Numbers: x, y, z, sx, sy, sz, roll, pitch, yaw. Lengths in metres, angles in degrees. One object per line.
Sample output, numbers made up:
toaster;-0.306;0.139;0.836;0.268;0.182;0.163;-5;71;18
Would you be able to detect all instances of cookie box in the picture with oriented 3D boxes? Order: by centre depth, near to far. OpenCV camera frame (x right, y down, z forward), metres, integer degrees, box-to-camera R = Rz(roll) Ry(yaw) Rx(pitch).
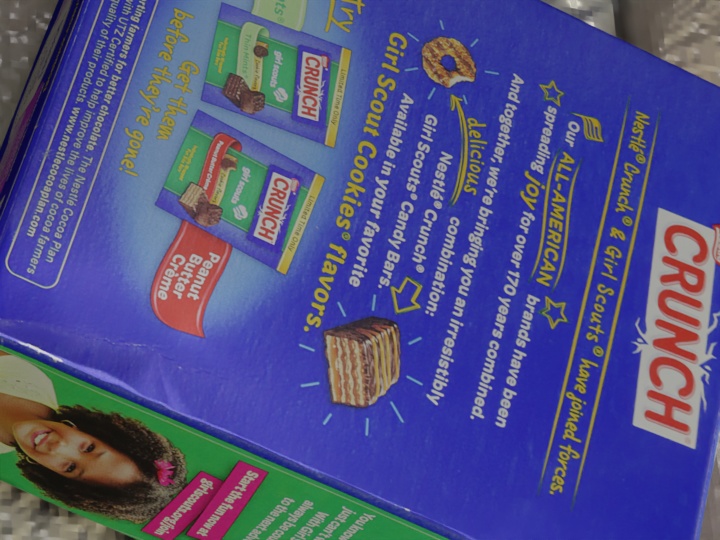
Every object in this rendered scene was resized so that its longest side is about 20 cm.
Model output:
cookie box;0.000;0.000;0.702;0.200;0.075;0.171;24;57;-13
